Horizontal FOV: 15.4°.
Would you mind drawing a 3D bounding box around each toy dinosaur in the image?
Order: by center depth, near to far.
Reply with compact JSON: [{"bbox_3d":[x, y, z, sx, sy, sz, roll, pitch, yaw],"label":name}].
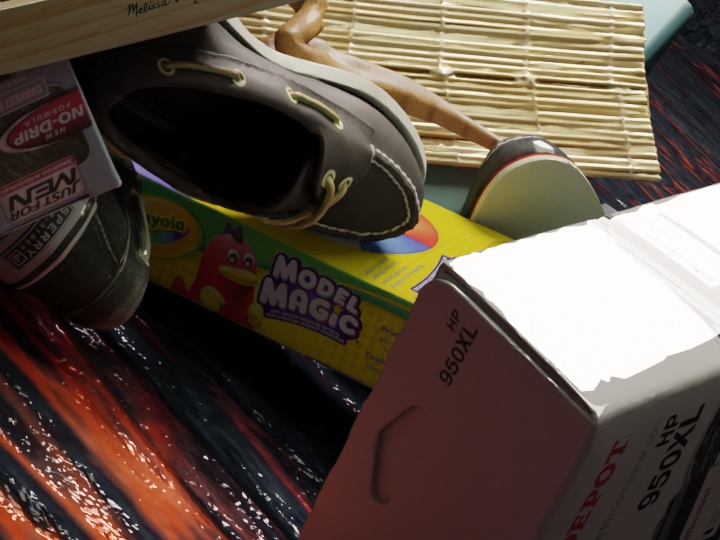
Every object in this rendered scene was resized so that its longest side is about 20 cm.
[{"bbox_3d":[-0.021,-0.086,1.169,0.200,0.060,0.106,-3,76,-36],"label":"toy dinosaur"}]

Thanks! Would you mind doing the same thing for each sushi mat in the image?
[{"bbox_3d":[0.040,-0.090,1.220,0.200,0.096,0.012,4,-22,-12],"label":"sushi mat"}]

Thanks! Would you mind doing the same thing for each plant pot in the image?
[{"bbox_3d":[0.036,-0.076,1.297,0.141,0.141,0.200,37,50,3],"label":"plant pot"}]

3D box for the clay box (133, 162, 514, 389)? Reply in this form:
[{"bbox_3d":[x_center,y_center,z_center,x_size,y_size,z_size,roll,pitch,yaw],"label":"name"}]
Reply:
[{"bbox_3d":[0.000,0.000,1.105,0.200,0.048,0.115,24,22,16],"label":"clay box"}]

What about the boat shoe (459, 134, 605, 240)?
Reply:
[{"bbox_3d":[0.077,0.002,1.217,0.200,0.071,0.063,79,1,-51],"label":"boat shoe"}]

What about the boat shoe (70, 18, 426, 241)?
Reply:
[{"bbox_3d":[-0.040,-0.048,1.002,0.201,0.072,0.061,30,38,-47],"label":"boat shoe"}]

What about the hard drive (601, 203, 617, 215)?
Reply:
[{"bbox_3d":[0.152,0.071,1.256,0.042,0.135,0.200,-18,40,-21],"label":"hard drive"}]

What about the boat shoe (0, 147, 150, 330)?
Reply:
[{"bbox_3d":[-0.121,-0.033,1.023,0.064,0.071,0.200,42,12,-25],"label":"boat shoe"}]

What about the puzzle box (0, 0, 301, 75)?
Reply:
[{"bbox_3d":[-0.099,-0.119,0.918,0.200,0.025,0.133,-19,38,-38],"label":"puzzle box"}]

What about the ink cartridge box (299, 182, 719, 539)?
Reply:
[{"bbox_3d":[0.093,0.056,0.949,0.200,0.145,0.084,-16,50,-43],"label":"ink cartridge box"}]

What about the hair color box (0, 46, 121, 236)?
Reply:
[{"bbox_3d":[-0.167,-0.079,0.949,0.200,0.099,0.061,54,-13,51],"label":"hair color box"}]
